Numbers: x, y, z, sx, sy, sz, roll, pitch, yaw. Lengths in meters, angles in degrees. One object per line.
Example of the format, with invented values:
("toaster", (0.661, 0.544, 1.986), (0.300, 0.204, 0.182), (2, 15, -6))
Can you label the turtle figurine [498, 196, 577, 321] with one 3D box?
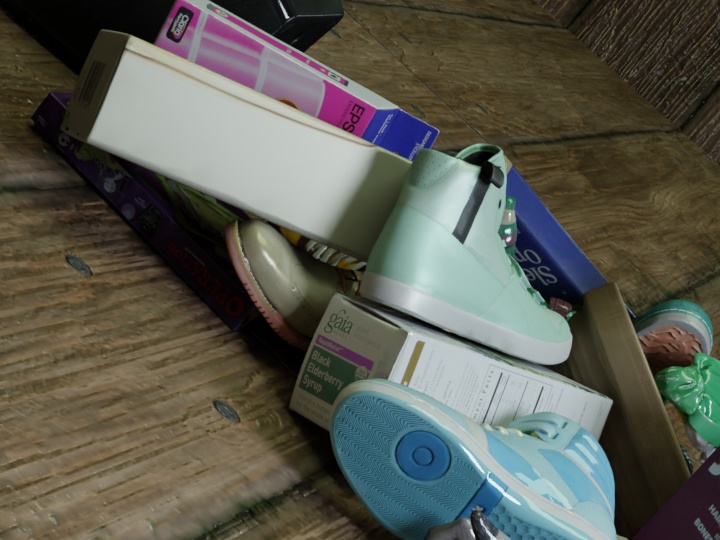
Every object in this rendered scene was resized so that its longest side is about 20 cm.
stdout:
("turtle figurine", (0.094, 0.015, 1.606), (0.199, 0.101, 0.150), (32, -23, -9))

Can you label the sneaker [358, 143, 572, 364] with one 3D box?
("sneaker", (0.089, -0.012, 1.317), (0.073, 0.119, 0.200), (20, -2, 39))

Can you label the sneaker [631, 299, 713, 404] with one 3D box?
("sneaker", (0.227, 0.060, 1.618), (0.071, 0.080, 0.200), (22, -28, 0))

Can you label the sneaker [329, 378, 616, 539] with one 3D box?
("sneaker", (0.070, 0.112, 1.232), (0.200, 0.080, 0.131), (39, 27, -11))

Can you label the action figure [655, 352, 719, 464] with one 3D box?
("action figure", (0.272, 0.120, 1.536), (0.200, 0.054, 0.119), (43, 44, -42))

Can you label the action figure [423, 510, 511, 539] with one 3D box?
("action figure", (0.119, 0.219, 1.106), (0.193, 0.105, 0.200), (28, 14, -7))

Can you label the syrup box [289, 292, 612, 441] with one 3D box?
("syrup box", (0.059, 0.084, 1.308), (0.199, 0.082, 0.079), (19, 4, -42))

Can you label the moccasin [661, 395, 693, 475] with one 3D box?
("moccasin", (0.181, 0.109, 1.563), (0.199, 0.068, 0.081), (32, 42, -24))

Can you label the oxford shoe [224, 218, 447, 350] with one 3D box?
("oxford shoe", (-0.009, 0.016, 1.334), (0.200, 0.074, 0.071), (38, 30, -42))

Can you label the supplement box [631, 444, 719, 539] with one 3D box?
("supplement box", (0.238, 0.197, 1.249), (0.103, 0.200, 0.131), (29, 18, -34))

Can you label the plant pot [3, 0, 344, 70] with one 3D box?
("plant pot", (-0.129, -0.217, 1.563), (0.178, 0.199, 0.200), (53, 17, 5))

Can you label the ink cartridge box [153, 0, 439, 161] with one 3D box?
("ink cartridge box", (-0.055, -0.099, 1.405), (0.199, 0.095, 0.037), (28, 19, -6))

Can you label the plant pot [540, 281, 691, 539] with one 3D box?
("plant pot", (0.169, 0.117, 1.438), (0.201, 0.092, 0.202), (-22, 90, -84))

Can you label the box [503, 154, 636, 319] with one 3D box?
("box", (0.126, -0.008, 1.669), (0.121, 0.032, 0.200), (-6, -46, 52))

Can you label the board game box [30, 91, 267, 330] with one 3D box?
("board game box", (-0.119, -0.042, 1.386), (0.200, 0.032, 0.120), (45, 21, 14))

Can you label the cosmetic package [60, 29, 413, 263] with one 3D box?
("cosmetic package", (-0.079, -0.078, 1.312), (0.199, 0.074, 0.103), (22, 1, -20))

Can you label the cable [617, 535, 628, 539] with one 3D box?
("cable", (0.101, 0.158, 1.312), (0.199, 0.050, 0.097), (28, 16, -36))

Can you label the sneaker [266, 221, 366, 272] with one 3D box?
("sneaker", (0.000, 0.000, 1.461), (0.200, 0.075, 0.090), (43, 11, 14))
